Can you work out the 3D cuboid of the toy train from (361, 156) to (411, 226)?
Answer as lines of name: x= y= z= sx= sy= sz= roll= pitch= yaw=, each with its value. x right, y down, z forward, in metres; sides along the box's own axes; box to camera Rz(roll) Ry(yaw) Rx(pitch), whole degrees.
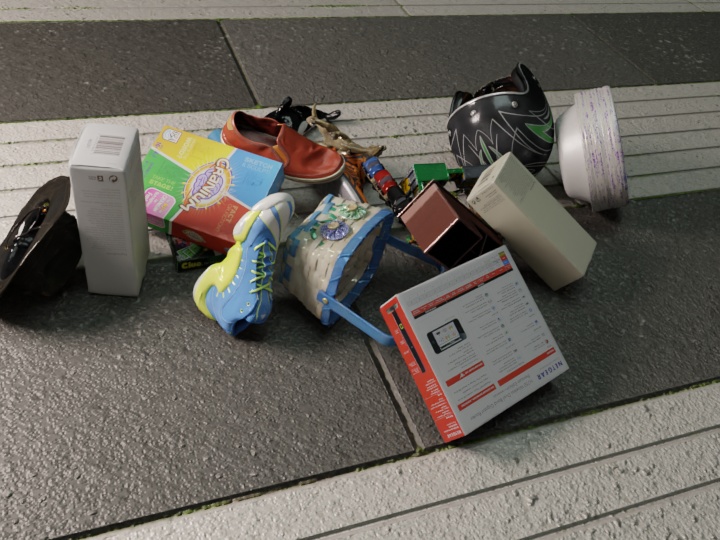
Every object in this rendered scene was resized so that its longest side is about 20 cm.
toy train: x=0.039 y=-0.124 z=1.099 sx=0.034 sy=0.046 sz=0.201 roll=-32 pitch=31 yaw=1

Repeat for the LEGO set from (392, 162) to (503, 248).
LEGO set: x=0.138 y=-0.089 z=1.179 sx=0.195 sy=0.116 sz=0.157 roll=-14 pitch=73 yaw=-25

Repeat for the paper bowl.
paper bowl: x=0.394 y=-0.203 z=1.275 sx=0.102 sy=0.204 sz=0.203 roll=-9 pitch=35 yaw=20

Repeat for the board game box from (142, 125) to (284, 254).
board game box: x=-0.228 y=-0.116 z=1.084 sx=0.195 sy=0.041 sz=0.156 roll=18 pitch=61 yaw=8

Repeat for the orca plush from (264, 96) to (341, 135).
orca plush: x=-0.118 y=-0.275 z=1.340 sx=0.196 sy=0.072 sz=0.105 roll=-18 pitch=47 yaw=-30

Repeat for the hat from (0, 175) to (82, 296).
hat: x=-0.414 y=-0.023 z=0.970 sx=0.081 sy=0.198 sz=0.204 roll=41 pitch=33 yaw=-35

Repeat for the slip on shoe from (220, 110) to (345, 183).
slip on shoe: x=-0.115 y=-0.187 z=1.125 sx=0.195 sy=0.062 sz=0.076 roll=19 pitch=56 yaw=-7

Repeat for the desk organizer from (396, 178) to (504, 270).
desk organizer: x=0.143 y=-0.038 z=1.039 sx=0.199 sy=0.072 sz=0.078 roll=30 pitch=22 yaw=-48

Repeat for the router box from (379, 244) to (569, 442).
router box: x=0.145 y=0.086 z=0.933 sx=0.197 sy=0.049 sz=0.183 roll=-21 pitch=80 yaw=-33

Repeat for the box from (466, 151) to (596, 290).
box: x=0.257 y=-0.072 z=1.111 sx=0.200 sy=0.068 sz=0.083 roll=45 pitch=52 yaw=-9

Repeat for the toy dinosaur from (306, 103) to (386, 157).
toy dinosaur: x=-0.048 y=-0.221 z=1.232 sx=0.199 sy=0.059 sz=0.100 roll=36 pitch=24 yaw=35

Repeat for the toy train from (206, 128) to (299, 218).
toy train: x=-0.187 y=-0.145 z=1.162 sx=0.113 sy=0.086 sz=0.202 roll=-15 pitch=56 yaw=-30

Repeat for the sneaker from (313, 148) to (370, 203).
sneaker: x=-0.010 y=-0.152 z=1.216 sx=0.110 sy=0.079 sz=0.201 roll=-15 pitch=46 yaw=-25

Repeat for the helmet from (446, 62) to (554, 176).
helmet: x=0.241 y=-0.240 z=1.280 sx=0.194 sy=0.203 sz=0.194 roll=13 pitch=49 yaw=3

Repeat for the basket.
basket: x=0.000 y=0.000 z=0.995 sx=0.197 sy=0.141 sz=0.177 roll=30 pitch=43 yaw=8

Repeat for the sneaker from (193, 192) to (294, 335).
sneaker: x=-0.129 y=0.001 z=0.949 sx=0.106 sy=0.201 sz=0.075 roll=50 pitch=26 yaw=19

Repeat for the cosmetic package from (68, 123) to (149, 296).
cosmetic package: x=-0.321 y=-0.076 z=0.964 sx=0.072 sy=0.204 sz=0.103 roll=4 pitch=39 yaw=-7

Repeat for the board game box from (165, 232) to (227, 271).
board game box: x=-0.248 y=-0.078 z=1.124 sx=0.102 sy=0.024 sz=0.202 roll=-8 pitch=44 yaw=-24
